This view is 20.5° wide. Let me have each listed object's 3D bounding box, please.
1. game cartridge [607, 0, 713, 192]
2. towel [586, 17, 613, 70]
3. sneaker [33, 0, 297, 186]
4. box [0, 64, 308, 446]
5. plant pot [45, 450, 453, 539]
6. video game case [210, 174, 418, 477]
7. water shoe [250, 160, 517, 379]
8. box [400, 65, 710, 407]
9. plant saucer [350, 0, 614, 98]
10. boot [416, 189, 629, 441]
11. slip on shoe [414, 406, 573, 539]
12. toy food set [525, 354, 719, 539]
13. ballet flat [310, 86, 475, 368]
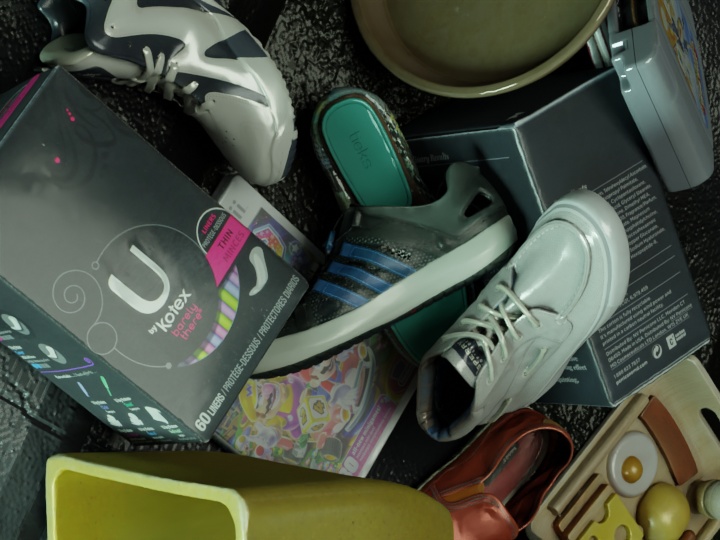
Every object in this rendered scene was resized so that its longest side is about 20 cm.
[{"bbox_3d":[0.200,-0.155,1.343,0.133,0.041,0.201,53,27,-38],"label":"game cartridge"},{"bbox_3d":[0.181,-0.170,1.394,0.145,0.023,0.200,68,22,-14],"label":"towel"},{"bbox_3d":[-0.130,-0.122,1.199,0.129,0.079,0.200,-34,108,-30],"label":"sneaker"},{"bbox_3d":[-0.152,-0.003,1.152,0.200,0.106,0.123,40,66,-20],"label":"box"},{"bbox_3d":[-0.051,0.204,1.186,0.199,0.195,0.196,-4,95,-42],"label":"plant pot"},{"bbox_3d":[-0.052,0.055,1.289,0.200,0.018,0.144,43,66,-27],"label":"video game case"},{"bbox_3d":[0.000,0.000,1.258,0.199,0.072,0.079,-27,84,-7],"label":"water shoe"},{"bbox_3d":[0.123,-0.021,1.337,0.107,0.148,0.201,-31,107,-32],"label":"box"},{"bbox_3d":[0.086,-0.205,1.299,0.029,0.199,0.201,30,70,-60],"label":"plant saucer"},{"bbox_3d":[0.096,0.038,1.233,0.095,0.200,0.074,-30,65,-33],"label":"boot"},{"bbox_3d":[0.074,0.170,1.354,0.200,0.061,0.074,-46,116,-26],"label":"slip on shoe"},{"bbox_3d":[0.218,0.181,1.457,0.200,0.060,0.144,-47,115,-27],"label":"toy food set"},{"bbox_3d":[0.023,-0.031,1.316,0.074,0.074,0.201,-28,106,-33],"label":"ballet flat"}]
